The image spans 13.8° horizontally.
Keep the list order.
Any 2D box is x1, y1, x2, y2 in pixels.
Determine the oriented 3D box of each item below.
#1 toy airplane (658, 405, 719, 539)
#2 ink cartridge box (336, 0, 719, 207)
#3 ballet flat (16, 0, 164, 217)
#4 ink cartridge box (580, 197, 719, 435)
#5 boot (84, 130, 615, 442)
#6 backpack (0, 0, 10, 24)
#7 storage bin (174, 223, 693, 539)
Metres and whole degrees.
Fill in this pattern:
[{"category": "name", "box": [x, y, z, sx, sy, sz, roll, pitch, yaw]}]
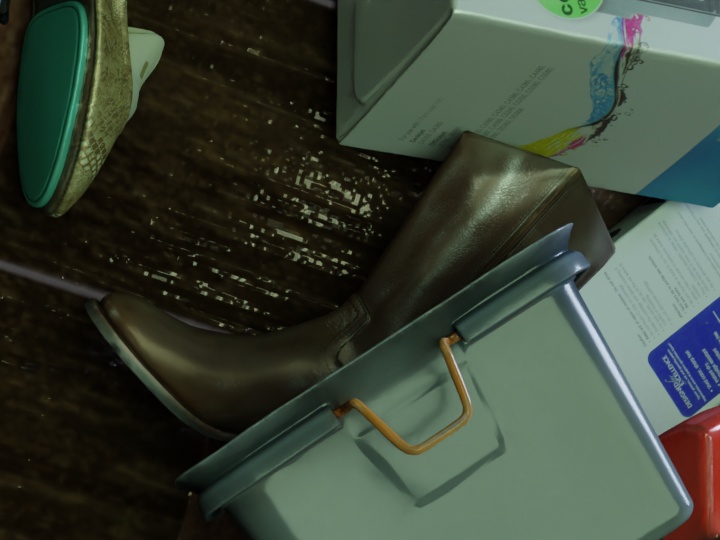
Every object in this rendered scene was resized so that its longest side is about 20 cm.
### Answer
[{"category": "toy airplane", "box": [0.138, 0.168, 1.408, 0.199, 0.141, 0.200, -56, 148, -6]}, {"category": "ink cartridge box", "box": [0.104, -0.134, 1.378, 0.200, 0.146, 0.147, 9, 67, -20]}, {"category": "ballet flat", "box": [-0.119, -0.124, 1.356, 0.065, 0.071, 0.200, 1, 90, -35]}, {"category": "ink cartridge box", "box": [0.172, 0.005, 1.470, 0.200, 0.039, 0.099, -36, 100, -20]}, {"category": "boot", "box": [0.000, 0.000, 1.357, 0.186, 0.064, 0.200, 36, 100, -28]}, {"category": "backpack", "box": [-0.228, -0.083, 1.256, 0.134, 0.183, 0.200, 22, 65, -1]}, {"category": "storage bin", "box": [0.041, 0.090, 1.268, 0.200, 0.146, 0.134, -34, 86, -7]}]
